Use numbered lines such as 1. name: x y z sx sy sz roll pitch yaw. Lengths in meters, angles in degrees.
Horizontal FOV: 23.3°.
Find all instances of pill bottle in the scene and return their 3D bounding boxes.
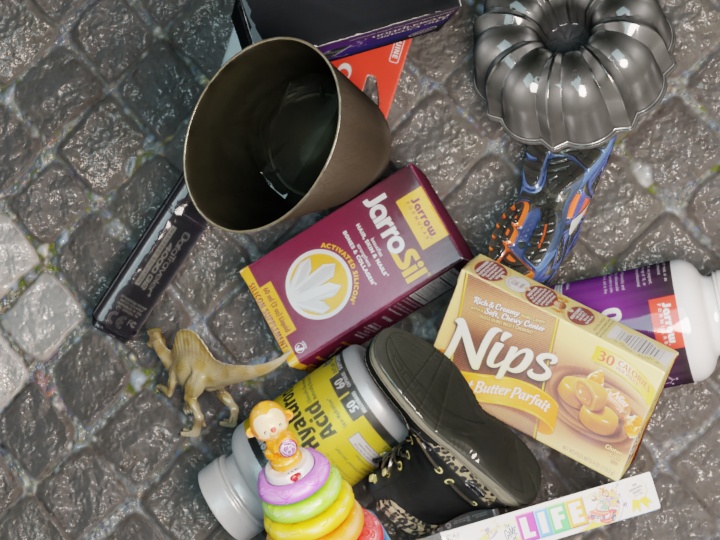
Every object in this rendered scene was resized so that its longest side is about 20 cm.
1. pill bottle: -0.053 0.170 1.661 0.199 0.111 0.112 -36 76 8
2. pill bottle: 0.250 0.056 1.595 0.198 0.112 0.114 -13 80 13

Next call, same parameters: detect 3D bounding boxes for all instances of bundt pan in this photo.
1. bundt pan: 0.194 -0.218 1.634 0.199 0.076 0.204 -7 63 13

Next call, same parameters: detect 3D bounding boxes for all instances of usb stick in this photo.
1. usb stick: -0.200 -0.020 1.756 0.201 0.055 0.033 -57 30 2

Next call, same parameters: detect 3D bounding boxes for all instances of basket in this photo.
1. basket: -0.055 -0.118 1.608 0.135 0.200 0.181 35 101 16

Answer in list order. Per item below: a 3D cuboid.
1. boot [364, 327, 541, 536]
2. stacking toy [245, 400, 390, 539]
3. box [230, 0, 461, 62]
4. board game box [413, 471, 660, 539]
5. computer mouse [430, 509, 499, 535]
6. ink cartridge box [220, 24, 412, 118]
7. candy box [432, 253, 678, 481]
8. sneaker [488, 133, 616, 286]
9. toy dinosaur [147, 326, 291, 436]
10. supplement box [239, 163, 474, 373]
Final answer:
1. boot: 0.045 0.152 1.548 0.204 0.074 0.153 45 137 -14
2. stacking toy: -0.052 0.199 1.559 0.115 0.110 0.202 -24 118 -5
3. box: -0.017 -0.247 1.655 0.198 0.141 0.080 -17 93 -6
4. board game box: 0.151 0.227 1.550 0.198 0.134 0.035 -14 81 -15
5. computer mouse: 0.121 0.290 1.638 0.109 0.044 0.202 -17 85 17
6. ink cartridge box: -0.055 -0.185 1.741 0.172 0.044 0.202 17 88 17
7. candy box: 0.164 0.084 1.525 0.199 0.055 0.116 27 115 16
8. sneaker: 0.184 -0.066 1.652 0.075 0.079 0.201 24 73 28
9. toy dinosaur: -0.152 0.107 1.693 0.199 0.058 0.102 11 113 41
10. supplement box: 0.000 0.000 1.680 0.199 0.086 0.111 -32 76 8
